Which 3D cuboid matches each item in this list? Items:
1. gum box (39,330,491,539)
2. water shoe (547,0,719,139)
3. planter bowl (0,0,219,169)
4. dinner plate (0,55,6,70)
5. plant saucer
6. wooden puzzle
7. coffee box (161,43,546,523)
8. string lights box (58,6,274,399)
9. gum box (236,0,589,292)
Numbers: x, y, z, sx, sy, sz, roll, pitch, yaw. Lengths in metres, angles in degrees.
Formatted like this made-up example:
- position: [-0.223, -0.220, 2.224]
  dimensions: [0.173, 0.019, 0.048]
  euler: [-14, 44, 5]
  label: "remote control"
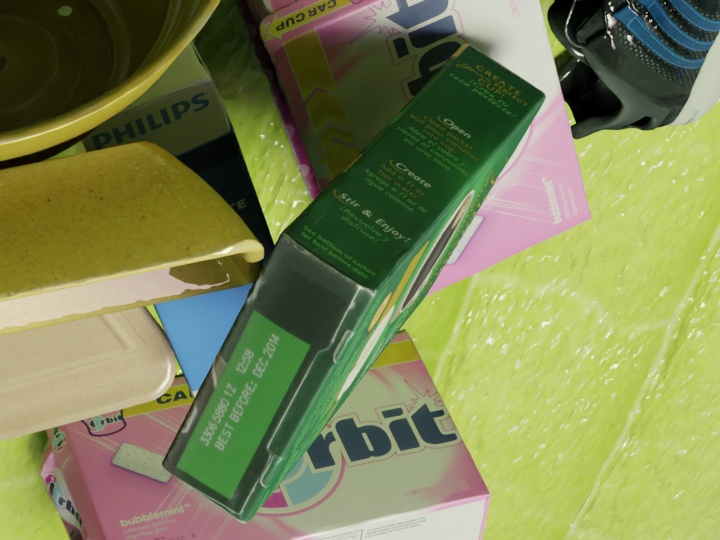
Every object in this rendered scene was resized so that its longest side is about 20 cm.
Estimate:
- position: [-0.051, 0.109, 1.231]
  dimensions: [0.199, 0.114, 0.066]
  euler: [-11, 138, -19]
  label: "gum box"
- position: [0.123, -0.119, 1.096]
  dimensions: [0.079, 0.072, 0.200]
  euler: [-18, 148, -8]
  label: "water shoe"
- position: [-0.138, -0.097, 0.901]
  dimensions: [0.200, 0.201, 0.084]
  euler: [-18, 146, -10]
  label: "planter bowl"
- position: [-0.228, -0.059, 1.026]
  dimensions: [0.199, 0.024, 0.201]
  euler: [-15, 138, -14]
  label: "dinner plate"
- position: [-0.137, -0.004, 0.911]
  dimensions: [0.199, 0.049, 0.200]
  euler: [-12, 177, -3]
  label: "plant saucer"
- position: [-0.194, 0.016, 1.083]
  dimensions: [0.184, 0.037, 0.200]
  euler: [-15, 147, 7]
  label: "wooden puzzle"
- position: [0.000, 0.000, 0.973]
  dimensions: [0.123, 0.044, 0.200]
  euler: [-61, 173, 34]
  label: "coffee box"
- position: [-0.078, -0.038, 1.067]
  dimensions: [0.059, 0.103, 0.200]
  euler: [-22, 140, -3]
  label: "string lights box"
- position: [0.023, -0.081, 1.091]
  dimensions: [0.113, 0.066, 0.200]
  euler: [-25, 141, -4]
  label: "gum box"
